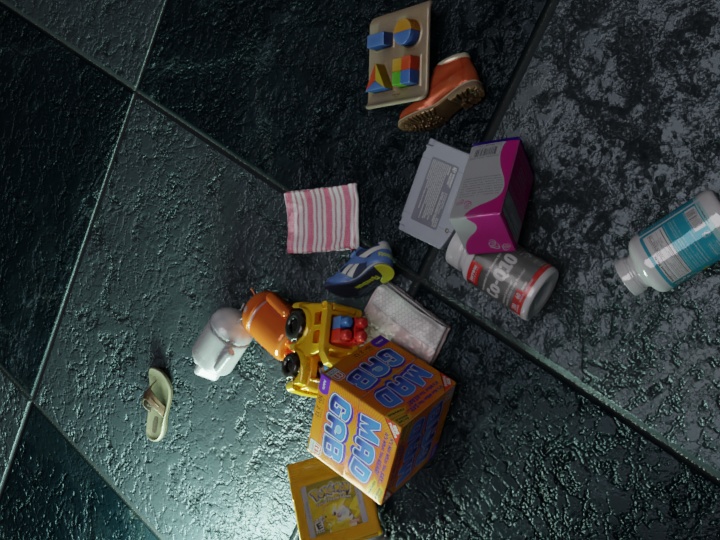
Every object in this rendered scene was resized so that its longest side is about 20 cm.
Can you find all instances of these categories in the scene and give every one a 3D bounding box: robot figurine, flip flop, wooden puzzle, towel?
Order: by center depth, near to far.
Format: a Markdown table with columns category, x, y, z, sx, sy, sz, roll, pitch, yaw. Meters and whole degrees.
| category | x | y | z | sx | sy | sz | roll | pitch | yaw |
| --- | --- | --- | --- | --- | --- | --- | --- | --- | --- |
| wooden puzzle | 0.069 | -0.444 | 1.577 | 0.184 | 0.046 | 0.204 | 4 | 89 | 51 |
| towel | 0.076 | 0.147 | 1.638 | 0.199 | 0.032 | 0.193 | 36 | 110 | 27 |
| towel | -0.089 | -0.115 | 1.733 | 0.197 | 0.030 | 0.149 | -3 | 91 | 32 |
| robot figurine | -0.193 | 0.127 | 1.757 | 0.199 | 0.144 | 0.117 | 39 | 89 | 24 |
| robot figurine | -0.331 | 0.172 | 1.845 | 0.201 | 0.112 | 0.170 | -55 | 31 | 21 |
| flip flop | -0.546 | 0.355 | 2.019 | 0.080 | 0.057 | 0.204 | 13 | 99 | 31 |

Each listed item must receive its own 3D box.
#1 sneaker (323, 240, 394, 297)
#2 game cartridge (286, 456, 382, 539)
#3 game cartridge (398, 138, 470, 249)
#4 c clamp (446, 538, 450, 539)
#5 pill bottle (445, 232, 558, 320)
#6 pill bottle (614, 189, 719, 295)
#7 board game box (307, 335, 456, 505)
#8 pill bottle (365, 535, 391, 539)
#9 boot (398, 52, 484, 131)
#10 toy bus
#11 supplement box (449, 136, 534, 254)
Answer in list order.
| category | x | y | z | sx | sy | sz | roll | pitch | yaw |
| --- | --- | --- | --- | --- | --- | --- | --- | --- | --- |
| sneaker | 0.000 | 0.000 | 1.658 | 0.198 | 0.073 | 0.083 | -24 | 51 | 40 |
| game cartridge | -0.059 | 0.491 | 1.642 | 0.173 | 0.033 | 0.202 | -15 | 55 | -3 |
| game cartridge | 0.165 | -0.154 | 1.570 | 0.132 | 0.041 | 0.203 | 26 | 105 | 24 |
| c clamp | 0.158 | 0.690 | 1.605 | 0.170 | 0.027 | 0.202 | -32 | 74 | 29 |
| pill bottle | 0.267 | -0.004 | 1.464 | 0.199 | 0.113 | 0.115 | 35 | 109 | 26 |
| pill bottle | 0.536 | -0.039 | 1.296 | 0.199 | 0.110 | 0.112 | -37 | 73 | 28 |
| board game box | 0.040 | 0.293 | 1.537 | 0.198 | 0.199 | 0.202 | 29 | 124 | 27 |
| pill bottle | -0.020 | 0.578 | 1.664 | 0.199 | 0.113 | 0.115 | 31 | 107 | 27 |
| boot | 0.155 | -0.360 | 1.557 | 0.198 | 0.075 | 0.109 | -26 | 65 | 30 |
| toy bus | -0.061 | 0.164 | 1.621 | 0.191 | 0.134 | 0.204 | -12 | 67 | 49 |
| supplement box | 0.247 | -0.139 | 1.419 | 0.100 | 0.104 | 0.202 | -3 | 47 | 32 |
